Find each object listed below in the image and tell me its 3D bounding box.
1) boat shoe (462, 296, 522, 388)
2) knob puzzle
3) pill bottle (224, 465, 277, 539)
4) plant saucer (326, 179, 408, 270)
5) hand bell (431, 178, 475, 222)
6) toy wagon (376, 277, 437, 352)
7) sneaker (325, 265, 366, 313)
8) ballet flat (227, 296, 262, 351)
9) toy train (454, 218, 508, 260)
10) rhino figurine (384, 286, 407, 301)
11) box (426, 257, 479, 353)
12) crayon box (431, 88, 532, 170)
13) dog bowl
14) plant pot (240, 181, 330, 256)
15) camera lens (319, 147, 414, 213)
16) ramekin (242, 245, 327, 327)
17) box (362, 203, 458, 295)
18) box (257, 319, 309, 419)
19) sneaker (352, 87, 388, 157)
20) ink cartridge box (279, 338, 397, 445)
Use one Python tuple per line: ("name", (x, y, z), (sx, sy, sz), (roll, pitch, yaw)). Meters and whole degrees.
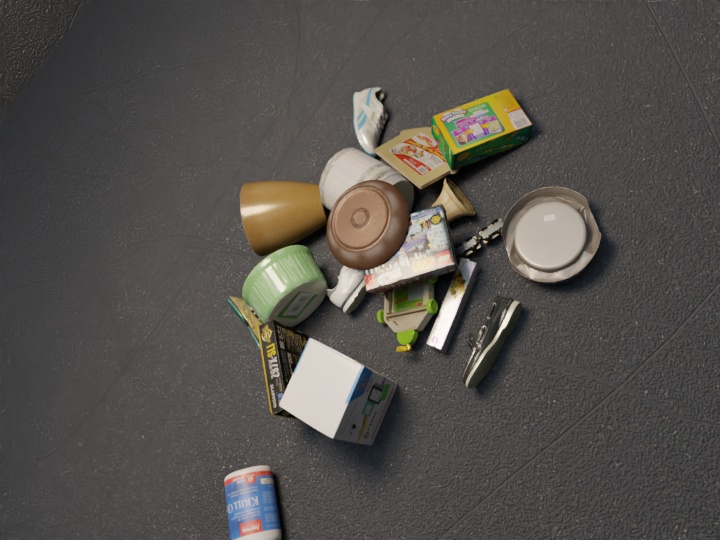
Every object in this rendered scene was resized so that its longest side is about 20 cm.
("boat shoe", (0.251, 0.139, 1.120), (0.065, 0.074, 0.203), (28, 85, 34))
("knob puzzle", (0.161, -0.275, 1.310), (0.212, 0.031, 0.224), (-3, 48, 3))
("pill bottle", (-0.230, 0.541, 1.197), (0.110, 0.112, 0.205), (-24, 62, 17))
("plant saucer", (0.006, -0.105, 1.178), (0.195, 0.037, 0.207), (-8, 70, 23))
("hand bell", (0.156, -0.102, 1.269), (0.199, 0.103, 0.106), (-43, 57, 22))
("toy wagon", (0.103, 0.081, 1.221), (0.153, 0.039, 0.206), (-16, 64, 41))
("sneaker", (0.000, 0.000, 1.294), (0.080, 0.076, 0.201), (39, 90, 21))
("ballet flat", (-0.268, 0.126, 1.407), (0.071, 0.071, 0.200), (-46, 57, 4))
("toy train", (0.239, -0.050, 1.215), (0.198, 0.046, 0.035), (-34, 64, 15))
("rhino figurine", (0.087, -0.030, 1.220), (0.086, 0.059, 0.206), (3, 71, 45))
("box", (0.201, 0.075, 1.190), (0.038, 0.041, 0.205), (19, 82, 31))
("crayon box", (0.272, -0.321, 1.253), (0.195, 0.059, 0.121), (-21, 61, -4))
("dog bowl", (0.390, -0.066, 1.133), (0.195, 0.059, 0.206), (-10, 67, 23))
("plant pot", (-0.180, -0.151, 1.407), (0.194, 0.187, 0.192), (-12, 65, 9))
("camera lens", (0.010, -0.186, 1.316), (0.198, 0.160, 0.162), (34, 88, 32))
("ramekin", (-0.171, 0.048, 1.306), (0.199, 0.200, 0.098), (-43, 66, 6))
("box", (0.096, -0.043, 1.161), (0.195, 0.040, 0.141), (-18, 66, 18))
("box", (-0.157, 0.228, 1.249), (0.048, 0.159, 0.205), (-23, 63, 16))
("sneaker", (0.029, -0.387, 1.433), (0.079, 0.076, 0.206), (-13, 68, 20))
("ink cartridge box", (-0.039, 0.257, 1.152), (0.143, 0.200, 0.150), (21, 81, 30))
